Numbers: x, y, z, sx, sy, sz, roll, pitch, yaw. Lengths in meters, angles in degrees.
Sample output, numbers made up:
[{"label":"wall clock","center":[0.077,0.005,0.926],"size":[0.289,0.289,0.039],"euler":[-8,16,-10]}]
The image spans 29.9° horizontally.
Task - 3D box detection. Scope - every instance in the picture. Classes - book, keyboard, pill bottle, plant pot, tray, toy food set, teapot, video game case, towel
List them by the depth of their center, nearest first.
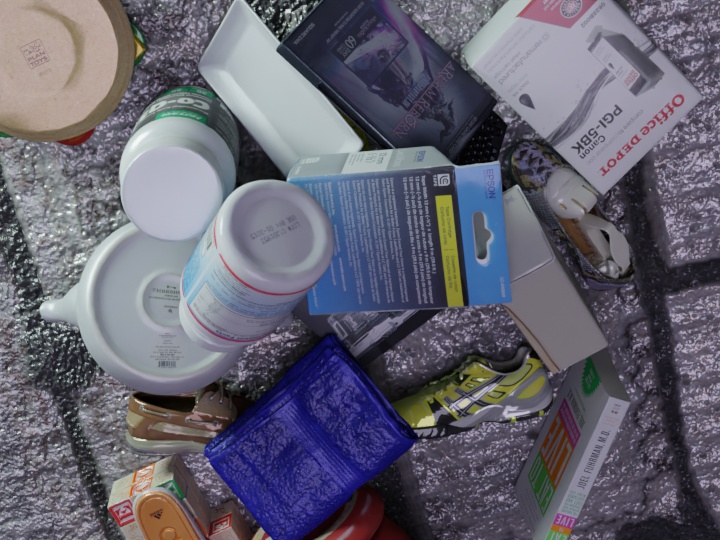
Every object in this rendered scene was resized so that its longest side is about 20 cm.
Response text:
[{"label":"pill bottle","center":[-0.106,0.004,1.259],"size":[0.108,0.109,0.200],"euler":[24,150,-11]},{"label":"pill bottle","center":[-0.176,-0.105,1.326],"size":[0.112,0.200,0.114],"euler":[-1,111,-2]},{"label":"video game case","center":[0.030,-0.191,1.328],"size":[0.200,0.143,0.019],"euler":[42,144,-6]},{"label":"tray","center":[-0.078,-0.168,1.344],"size":[0.200,0.022,0.107],"euler":[51,132,12]},{"label":"toy food set","center":[-0.323,-0.221,1.357],"size":[0.200,0.049,0.198],"euler":[-38,108,12]},{"label":"keyboard","center":[0.118,-0.067,1.396],"size":[0.104,0.040,0.201],"euler":[18,89,-45]},{"label":"teapot","center":[-0.201,0.041,1.419],"size":[0.197,0.146,0.200],"euler":[-44,91,-14]},{"label":"towel","center":[-0.057,0.184,1.428],"size":[0.200,0.050,0.148],"euler":[-42,84,13]},{"label":"book","center":[0.238,0.199,1.499],"size":[0.048,0.134,0.201],"euler":[17,109,-9]},{"label":"plant pot","center":[-0.020,0.354,1.515],"size":[0.200,0.201,0.183],"euler":[-26,108,8]}]

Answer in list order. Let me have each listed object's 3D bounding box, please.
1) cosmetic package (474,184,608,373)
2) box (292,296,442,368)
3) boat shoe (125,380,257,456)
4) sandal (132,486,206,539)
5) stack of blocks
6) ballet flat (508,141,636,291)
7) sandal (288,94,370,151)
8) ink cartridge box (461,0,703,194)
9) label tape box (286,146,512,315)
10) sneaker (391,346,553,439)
[{"label":"cosmetic package","center":[0.182,0.013,1.392],"size":[0.073,0.104,0.200],"euler":[-29,142,10]},{"label":"box","center":[0.000,0.000,1.417],"size":[0.157,0.050,0.200],"euler":[-37,133,11]},{"label":"boat shoe","center":[-0.165,0.160,1.500],"size":[0.199,0.076,0.072],"euler":[-4,110,-2]},{"label":"sandal","center":[-0.196,0.339,1.511],"size":[0.079,0.059,0.207],"euler":[-27,110,8]},{"label":"stack of blocks","center":[-0.192,0.315,1.566],"size":[0.115,0.059,0.201],"euler":[-25,110,7]},{"label":"ballet flat","center":[0.234,-0.059,1.425],"size":[0.072,0.072,0.201],"euler":[-34,114,11]},{"label":"sandal","center":[-0.040,-0.138,1.397],"size":[0.087,0.079,0.201],"euler":[20,123,30]},{"label":"ink cartridge box","center":[0.225,-0.200,1.369],"size":[0.200,0.083,0.147],"euler":[41,104,-16]},{"label":"label tape box","center":[0.041,-0.039,1.283],"size":[0.199,0.066,0.144],"euler":[-4,114,10]},{"label":"sneaker","center":[0.113,0.135,1.509],"size":[0.199,0.075,0.077],"euler":[-13,105,-9]}]
